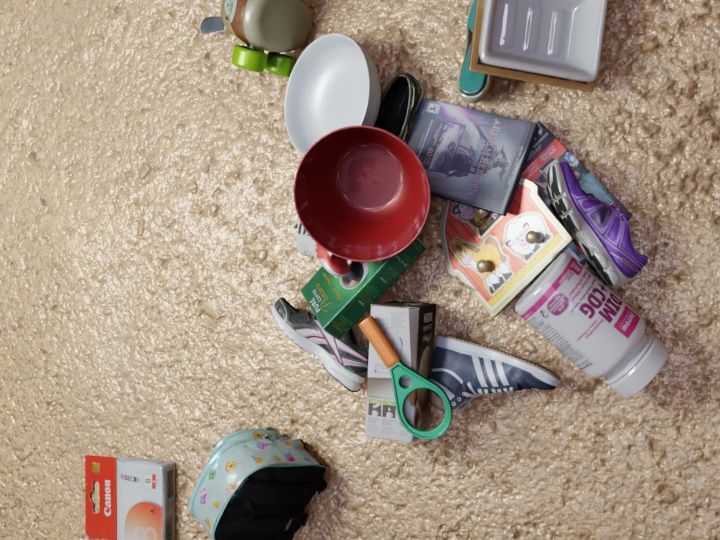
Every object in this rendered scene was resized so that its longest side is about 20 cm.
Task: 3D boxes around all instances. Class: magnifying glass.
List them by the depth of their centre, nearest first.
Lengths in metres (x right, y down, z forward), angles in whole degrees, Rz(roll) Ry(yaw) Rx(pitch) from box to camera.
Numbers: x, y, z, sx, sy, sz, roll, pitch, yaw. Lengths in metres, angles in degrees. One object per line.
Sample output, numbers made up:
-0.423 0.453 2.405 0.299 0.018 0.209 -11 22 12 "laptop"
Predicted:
0.062 0.156 1.125 0.079 0.022 0.201 -36 83 13 "magnifying glass"

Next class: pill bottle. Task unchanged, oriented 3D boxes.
0.330 0.080 1.093 0.200 0.113 0.114 41 103 5 "pill bottle"

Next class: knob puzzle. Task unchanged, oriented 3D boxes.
0.195 -0.061 1.163 0.218 0.030 0.223 4 96 36 "knob puzzle"

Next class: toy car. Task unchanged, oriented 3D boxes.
-0.194 -0.432 1.267 0.199 0.157 0.166 26 109 28 "toy car"

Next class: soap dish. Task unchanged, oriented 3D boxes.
0.251 -0.348 1.101 0.198 0.081 0.159 6 93 -15 "soap dish"

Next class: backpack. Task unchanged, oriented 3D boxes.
-0.176 0.349 1.232 0.153 0.199 0.177 37 104 31 "backpack"

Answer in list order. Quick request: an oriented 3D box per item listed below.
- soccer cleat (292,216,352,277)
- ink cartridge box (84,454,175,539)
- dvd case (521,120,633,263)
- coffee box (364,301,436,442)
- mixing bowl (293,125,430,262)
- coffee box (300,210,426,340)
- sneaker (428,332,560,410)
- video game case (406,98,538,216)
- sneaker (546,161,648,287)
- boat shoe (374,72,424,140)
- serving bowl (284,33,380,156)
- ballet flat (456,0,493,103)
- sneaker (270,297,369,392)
-0.064 -0.043 1.222 0.085 0.068 0.201 -51 37 23 "soccer cleat"
-0.434 0.426 1.402 0.198 0.050 0.164 0 90 16 "ink cartridge box"
0.288 -0.105 1.160 0.146 0.022 0.200 -45 76 14 "dvd case"
0.064 0.152 1.191 0.079 0.114 0.203 3 92 18 "coffee box"
0.008 -0.126 1.137 0.197 0.109 0.202 3 112 7 "mixing bowl"
0.000 0.000 1.207 0.200 0.044 0.123 -47 37 5 "coffee box"
0.196 0.174 1.162 0.198 0.070 0.110 16 85 25 "sneaker"
0.157 -0.177 1.174 0.199 0.019 0.144 20 89 32 "video game case"
0.340 -0.075 1.105 0.083 0.081 0.201 -33 88 0 "sneaker"
0.039 -0.217 1.224 0.071 0.060 0.203 23 98 19 "boat shoe"
-0.036 -0.271 1.230 0.199 0.065 0.203 -3 85 44 "serving bowl"
0.193 -0.351 1.169 0.069 0.069 0.202 17 91 18 "ballet flat"
-0.055 0.105 1.263 0.199 0.080 0.087 40 90 7 "sneaker"
